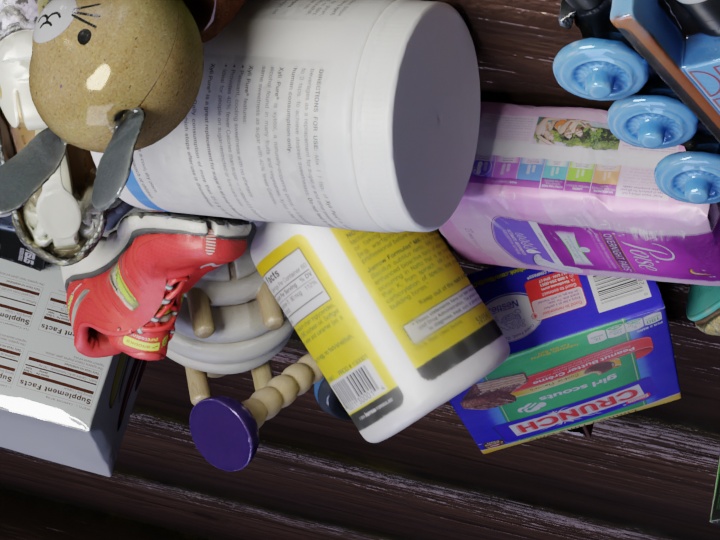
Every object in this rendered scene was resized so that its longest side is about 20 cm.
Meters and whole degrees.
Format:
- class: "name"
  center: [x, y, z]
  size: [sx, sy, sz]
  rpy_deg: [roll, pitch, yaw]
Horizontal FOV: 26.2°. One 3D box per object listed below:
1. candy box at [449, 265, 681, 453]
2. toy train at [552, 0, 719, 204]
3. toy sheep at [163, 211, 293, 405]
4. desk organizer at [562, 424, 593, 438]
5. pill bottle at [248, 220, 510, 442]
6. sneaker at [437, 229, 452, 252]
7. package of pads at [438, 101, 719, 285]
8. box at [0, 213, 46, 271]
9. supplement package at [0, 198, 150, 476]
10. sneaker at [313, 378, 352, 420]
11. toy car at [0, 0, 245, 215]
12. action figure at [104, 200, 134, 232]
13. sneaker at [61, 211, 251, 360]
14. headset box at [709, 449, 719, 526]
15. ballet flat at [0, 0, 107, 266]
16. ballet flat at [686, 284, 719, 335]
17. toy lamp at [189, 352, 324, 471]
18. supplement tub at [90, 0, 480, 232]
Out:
- class: "candy box"
  center: [0.143, 0.057, 1.153]
  size: [0.168, 0.077, 0.200]
  rpy_deg: [-18, 156, 8]
- class: "toy train"
  center: [0.177, -0.104, 0.765]
  size: [0.114, 0.087, 0.200]
  rpy_deg: [-11, 146, 36]
- class: "toy sheep"
  center: [-0.100, 0.011, 1.108]
  size: [0.137, 0.138, 0.200]
  rpy_deg: [16, 141, -1]
- class: "desk organizer"
  center: [0.109, 0.083, 1.344]
  size: [0.199, 0.077, 0.072]
  rpy_deg: [9, 160, 20]
- class: "pill bottle"
  center: [0.000, 0.000, 1.009]
  size: [0.201, 0.114, 0.114]
  rpy_deg: [58, 158, 3]
- class: "sneaker"
  center: [0.036, -0.029, 1.122]
  size: [0.070, 0.076, 0.200]
  rpy_deg: [27, 143, 8]
- class: "package of pads"
  center: [0.137, -0.047, 0.961]
  size: [0.199, 0.076, 0.121]
  rpy_deg: [7, 162, 25]
- class: "box"
  center: [-0.301, -0.087, 1.182]
  size: [0.163, 0.087, 0.200]
  rpy_deg: [19, 161, -11]
- class: "supplement package"
  center: [-0.265, 0.051, 1.365]
  size: [0.146, 0.201, 0.191]
  rpy_deg: [15, 162, 2]
- class: "sneaker"
  center: [0.008, 0.059, 1.241]
  size: [0.078, 0.066, 0.200]
  rpy_deg: [28, -149, 22]
- class: "toy car"
  center: [-0.133, -0.121, 0.773]
  size: [0.164, 0.201, 0.158]
  rpy_deg: [-2, 155, 41]
- class: "action figure"
  center: [-0.160, -0.116, 1.023]
  size: [0.199, 0.134, 0.149]
  rpy_deg: [14, 123, -36]
- class: "sneaker"
  center: [-0.130, 0.014, 1.001]
  size: [0.077, 0.085, 0.200]
  rpy_deg: [4, 164, -33]
- class: "headset box"
  center: [0.368, 0.121, 1.098]
  size: [0.199, 0.175, 0.093]
  rpy_deg: [20, 160, -16]
- class: "ballet flat"
  center: [-0.181, -0.086, 0.901]
  size: [0.072, 0.072, 0.201]
  rpy_deg: [10, 128, 17]
- class: "ballet flat"
  center: [0.274, 0.007, 1.020]
  size: [0.070, 0.071, 0.200]
  rpy_deg: [16, 167, -2]
- class: "toy lamp"
  center: [-0.037, 0.069, 1.058]
  size: [0.058, 0.059, 0.200]
  rpy_deg: [1, -159, 36]
- class: "supplement tub"
  center: [-0.045, -0.093, 0.891]
  size: [0.199, 0.133, 0.132]
  rpy_deg: [7, 160, 26]
